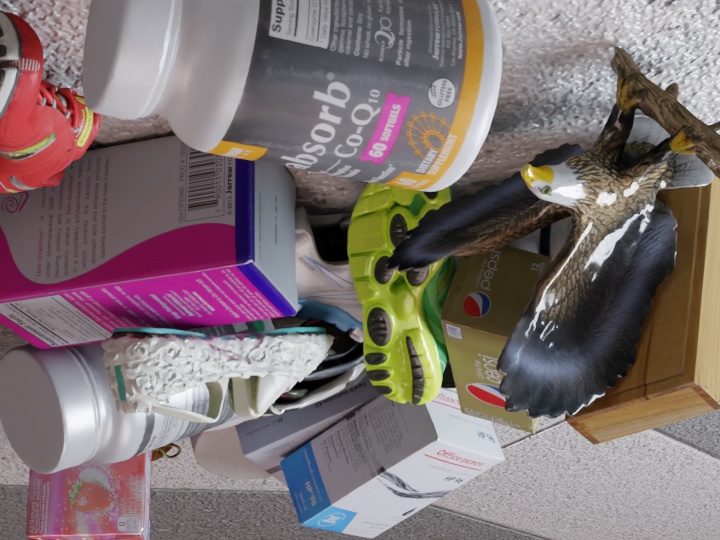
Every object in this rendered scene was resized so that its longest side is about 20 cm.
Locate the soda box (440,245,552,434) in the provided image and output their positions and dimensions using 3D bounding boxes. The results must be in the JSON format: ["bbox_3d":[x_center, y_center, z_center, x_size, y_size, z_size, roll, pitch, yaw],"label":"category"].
[{"bbox_3d":[0.106,0.053,1.046,0.064,0.068,0.200,15,159,14],"label":"soda box"}]

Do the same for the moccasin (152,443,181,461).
[{"bbox_3d":[-0.211,0.159,1.382,0.073,0.078,0.201,17,147,-37],"label":"moccasin"}]

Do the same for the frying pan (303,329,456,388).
[{"bbox_3d":[0.014,0.052,1.138,0.189,0.115,0.031,9,118,-31],"label":"frying pan"}]

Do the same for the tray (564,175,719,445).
[{"bbox_3d":[0.194,0.011,0.929,0.098,0.201,0.037,-24,128,40],"label":"tray"}]

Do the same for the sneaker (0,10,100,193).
[{"bbox_3d":[-0.193,-0.097,0.825,0.084,0.078,0.200,0,167,-17],"label":"sneaker"}]

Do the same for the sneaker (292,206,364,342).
[{"bbox_3d":[0.000,0.000,1.057,0.087,0.075,0.199,-40,147,28],"label":"sneaker"}]

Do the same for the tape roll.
[{"bbox_3d":[-0.065,0.138,1.338,0.202,0.037,0.203,-15,150,-8],"label":"tape roll"}]

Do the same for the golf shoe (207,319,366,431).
[{"bbox_3d":[-0.084,0.090,1.196,0.199,0.078,0.088,-21,-171,9],"label":"golf shoe"}]

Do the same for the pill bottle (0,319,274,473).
[{"bbox_3d":[-0.168,0.081,1.083,0.199,0.114,0.113,-15,170,-42],"label":"pill bottle"}]

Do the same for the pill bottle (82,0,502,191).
[{"bbox_3d":[-0.036,-0.111,0.735,0.199,0.117,0.116,8,155,-22],"label":"pill bottle"}]

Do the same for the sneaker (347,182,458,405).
[{"bbox_3d":[0.033,0.000,1.007,0.074,0.084,0.201,9,125,12],"label":"sneaker"}]

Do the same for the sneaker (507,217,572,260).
[{"bbox_3d":[0.138,0.004,1.085,0.080,0.077,0.200,0,152,19],"label":"sneaker"}]

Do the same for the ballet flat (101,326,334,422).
[{"bbox_3d":[-0.098,0.073,0.978,0.072,0.072,0.199,-23,163,40],"label":"ballet flat"}]

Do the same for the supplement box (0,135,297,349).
[{"bbox_3d":[-0.151,-0.020,0.954,0.199,0.102,0.103,-7,157,14],"label":"supplement box"}]

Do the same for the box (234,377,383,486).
[{"bbox_3d":[-0.008,0.156,1.323,0.155,0.041,0.200,-24,152,8],"label":"box"}]

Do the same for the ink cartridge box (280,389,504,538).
[{"bbox_3d":[0.044,0.158,1.248,0.200,0.068,0.116,-36,148,24],"label":"ink cartridge box"}]

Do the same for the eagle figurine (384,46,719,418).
[{"bbox_3d":[0.130,-0.031,0.868,0.150,0.152,0.200,29,112,-18],"label":"eagle figurine"}]

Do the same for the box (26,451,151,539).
[{"bbox_3d":[-0.222,0.136,1.178,0.094,0.201,0.103,1,157,-6],"label":"box"}]
